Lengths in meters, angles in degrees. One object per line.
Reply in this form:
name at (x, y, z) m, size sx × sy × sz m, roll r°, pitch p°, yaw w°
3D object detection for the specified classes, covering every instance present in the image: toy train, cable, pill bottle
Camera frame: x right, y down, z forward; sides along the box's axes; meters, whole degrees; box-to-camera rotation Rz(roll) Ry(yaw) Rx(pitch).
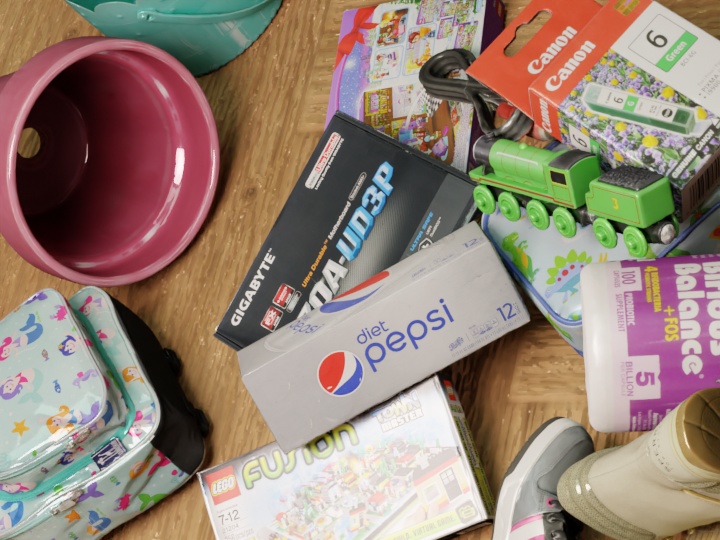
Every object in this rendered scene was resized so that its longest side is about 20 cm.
toy train at (0.139, -0.055, 1.352) m, size 0.042 × 0.057 × 0.199 m, roll -28°, pitch 27°, yaw -26°
cable at (0.102, -0.124, 1.487) m, size 0.097 × 0.050 × 0.199 m, roll -50°, pitch 26°, yaw -20°
pill bottle at (0.244, 0.044, 1.292) m, size 0.198 × 0.113 × 0.113 m, roll -4°, pitch 56°, yaw 5°

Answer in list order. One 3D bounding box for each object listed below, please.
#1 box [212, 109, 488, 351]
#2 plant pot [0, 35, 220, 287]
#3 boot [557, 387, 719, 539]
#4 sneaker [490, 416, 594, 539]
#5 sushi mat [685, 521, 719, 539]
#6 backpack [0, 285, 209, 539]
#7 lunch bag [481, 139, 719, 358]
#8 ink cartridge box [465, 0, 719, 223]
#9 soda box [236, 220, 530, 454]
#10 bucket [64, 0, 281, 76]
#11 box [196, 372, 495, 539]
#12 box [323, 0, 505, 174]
box at (0.000, 0.000, 1.506) m, size 0.158 × 0.046 × 0.201 m, roll 29°, pitch 90°, yaw 34°
plant pot at (-0.245, -0.096, 1.670) m, size 0.178 × 0.200 × 0.201 m, roll 11°, pitch 66°, yaw 53°
boot at (0.240, 0.130, 1.260) m, size 0.155 × 0.198 × 0.073 m, roll -38°, pitch 49°, yaw 53°
sneaker at (0.136, 0.199, 1.298) m, size 0.120 × 0.083 × 0.202 m, roll 12°, pitch 75°, yaw 42°
sushi mat at (0.224, 0.224, 1.232) m, size 0.095 × 0.012 × 0.201 m, roll -2°, pitch 38°, yaw 33°
backpack at (-0.241, 0.128, 1.544) m, size 0.200 × 0.150 × 0.178 m, roll -40°, pitch 49°, yaw 9°
lunch bag at (0.195, -0.047, 1.424) m, size 0.200 × 0.082 × 0.161 m, roll -41°, pitch 48°, yaw 3°
ink cartridge box at (0.176, -0.133, 1.373) m, size 0.199 × 0.050 × 0.109 m, roll 37°, pitch 75°, yaw 25°
soda box at (0.014, 0.046, 1.406) m, size 0.199 × 0.069 × 0.063 m, roll -29°, pitch 16°, yaw 1°
bucket at (-0.167, -0.279, 1.763) m, size 0.206 × 0.135 × 0.209 m, roll -16°, pitch 54°, yaw 23°
box at (-0.011, 0.161, 1.421) m, size 0.199 × 0.035 × 0.111 m, roll -24°, pitch 75°, yaw 17°
box at (0.040, -0.130, 1.603) m, size 0.136 × 0.039 × 0.202 m, roll -7°, pitch 58°, yaw 27°
